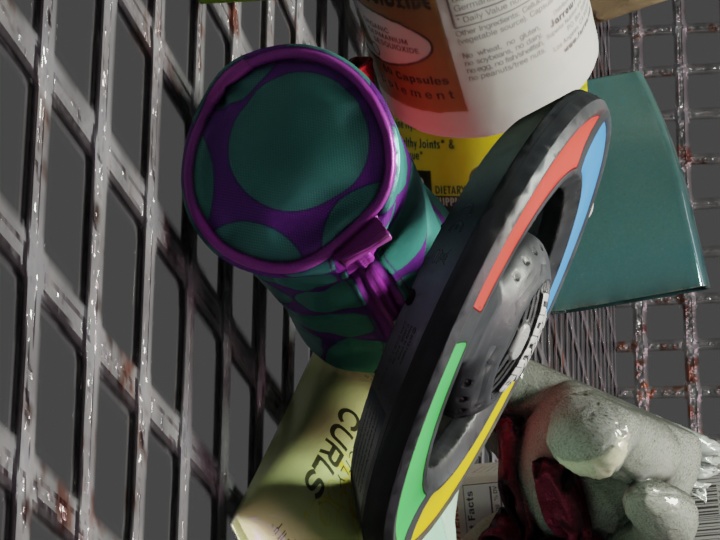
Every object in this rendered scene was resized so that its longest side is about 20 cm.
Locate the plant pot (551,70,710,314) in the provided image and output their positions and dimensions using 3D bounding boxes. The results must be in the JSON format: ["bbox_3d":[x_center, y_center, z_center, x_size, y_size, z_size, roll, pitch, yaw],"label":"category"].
[{"bbox_3d":[0.226,-0.071,2.319,0.141,0.140,0.201,5,76,-81],"label":"plant pot"}]

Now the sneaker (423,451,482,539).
[{"bbox_3d":[0.029,0.159,1.197,0.118,0.073,0.201,-60,144,-60],"label":"sneaker"}]

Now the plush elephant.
[{"bbox_3d":[0.097,0.135,1.301,0.200,0.164,0.156,23,92,-46],"label":"plush elephant"}]

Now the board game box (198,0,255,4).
[{"bbox_3d":[-0.029,-0.177,1.040,0.200,0.047,0.102,-64,149,-71],"label":"board game box"}]

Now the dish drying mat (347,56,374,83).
[{"bbox_3d":[0.000,0.000,1.261,0.077,0.018,0.201,-57,144,-76],"label":"dish drying mat"}]

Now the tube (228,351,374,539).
[{"bbox_3d":[-0.014,0.086,1.059,0.052,0.058,0.200,-60,-178,28],"label":"tube"}]

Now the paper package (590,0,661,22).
[{"bbox_3d":[0.136,-0.269,1.652,0.191,0.103,0.201,13,60,-76],"label":"paper package"}]

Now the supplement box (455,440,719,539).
[{"bbox_3d":[0.129,0.140,1.446,0.126,0.199,0.074,6,78,-79],"label":"supplement box"}]

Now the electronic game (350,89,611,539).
[{"bbox_3d":[0.051,0.022,1.025,0.201,0.041,0.200,-59,167,-23],"label":"electronic game"}]

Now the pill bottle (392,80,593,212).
[{"bbox_3d":[0.066,-0.123,1.408,0.112,0.112,0.201,-51,137,-76],"label":"pill bottle"}]

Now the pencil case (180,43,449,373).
[{"bbox_3d":[-0.009,-0.018,0.998,0.093,0.085,0.200,55,2,16],"label":"pencil case"}]

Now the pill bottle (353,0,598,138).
[{"bbox_3d":[0.042,-0.174,1.247,0.115,0.114,0.201,-81,159,-50],"label":"pill bottle"}]
